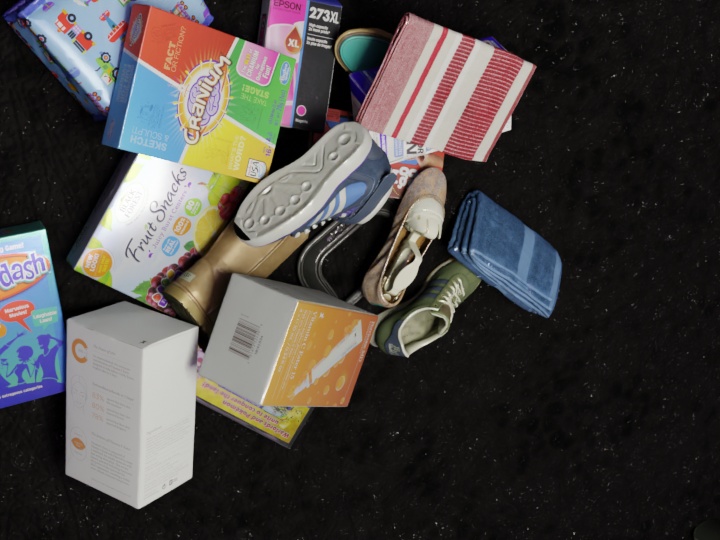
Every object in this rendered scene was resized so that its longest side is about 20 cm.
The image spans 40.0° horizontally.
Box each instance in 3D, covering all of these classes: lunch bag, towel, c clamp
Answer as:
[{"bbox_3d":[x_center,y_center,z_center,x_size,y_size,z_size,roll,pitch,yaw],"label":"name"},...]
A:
[{"bbox_3d":[-0.260,-0.286,1.088,0.200,0.094,0.151,-47,120,-14],"label":"lunch bag"},{"bbox_3d":[0.103,-0.214,1.190,0.199,0.023,0.145,12,118,-33],"label":"towel"},{"bbox_3d":[0.000,0.000,1.346,0.200,0.027,0.171,-46,115,-6],"label":"c clamp"},{"bbox_3d":[0.215,-0.024,1.415,0.199,0.048,0.112,33,62,-30],"label":"towel"}]

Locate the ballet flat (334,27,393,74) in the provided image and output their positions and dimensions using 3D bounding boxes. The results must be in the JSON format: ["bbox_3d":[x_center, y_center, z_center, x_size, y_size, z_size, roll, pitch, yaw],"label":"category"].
[{"bbox_3d":[0.042,-0.267,1.260,0.199,0.063,0.069,16,126,-36],"label":"ballet flat"}]

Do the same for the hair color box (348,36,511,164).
[{"bbox_3d":[0.091,-0.211,1.243,0.198,0.065,0.110,-18,132,-14],"label":"hair color box"}]

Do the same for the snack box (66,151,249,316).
[{"bbox_3d":[-0.238,-0.065,1.182,0.142,0.053,0.201,29,91,-31],"label":"snack box"}]

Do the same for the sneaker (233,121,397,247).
[{"bbox_3d":[-0.043,-0.073,1.186,0.200,0.081,0.147,-42,146,-5],"label":"sneaker"}]

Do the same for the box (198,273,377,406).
[{"bbox_3d":[-0.081,0.087,1.181,0.200,0.097,0.125,14,96,-62],"label":"box"}]

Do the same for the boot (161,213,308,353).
[{"bbox_3d":[-0.130,0.011,1.222,0.200,0.066,0.176,-48,137,-22],"label":"boot"}]

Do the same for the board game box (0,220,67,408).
[{"bbox_3d":[-0.420,0.057,1.130,0.151,0.045,0.202,-14,111,-23],"label":"board game box"}]

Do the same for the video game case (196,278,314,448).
[{"bbox_3d":[-0.129,0.112,1.296,0.199,0.025,0.182,32,89,-24],"label":"video game case"}]

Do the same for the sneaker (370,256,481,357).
[{"bbox_3d":[0.108,0.056,1.378,0.199,0.090,0.067,-35,117,-14],"label":"sneaker"}]

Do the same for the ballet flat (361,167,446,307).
[{"bbox_3d":[0.071,-0.038,1.308,0.068,0.067,0.201,22,97,-29],"label":"ballet flat"}]

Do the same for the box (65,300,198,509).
[{"bbox_3d":[-0.272,0.155,1.171,0.097,0.124,0.202,-22,122,-56],"label":"box"}]

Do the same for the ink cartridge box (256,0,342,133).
[{"bbox_3d":[-0.077,-0.274,1.202,0.094,0.037,0.202,5,96,-26],"label":"ink cartridge box"}]

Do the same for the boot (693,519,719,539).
[{"bbox_3d":[0.685,0.557,1.847,0.198,0.069,0.176,2,104,-30],"label":"boot"}]

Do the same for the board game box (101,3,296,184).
[{"bbox_3d":[-0.175,-0.190,1.100,0.199,0.040,0.154,10,96,-43],"label":"board game box"}]

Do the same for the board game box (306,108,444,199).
[{"bbox_3d":[0.022,-0.150,1.303,0.198,0.019,0.104,4,96,-28],"label":"board game box"}]
